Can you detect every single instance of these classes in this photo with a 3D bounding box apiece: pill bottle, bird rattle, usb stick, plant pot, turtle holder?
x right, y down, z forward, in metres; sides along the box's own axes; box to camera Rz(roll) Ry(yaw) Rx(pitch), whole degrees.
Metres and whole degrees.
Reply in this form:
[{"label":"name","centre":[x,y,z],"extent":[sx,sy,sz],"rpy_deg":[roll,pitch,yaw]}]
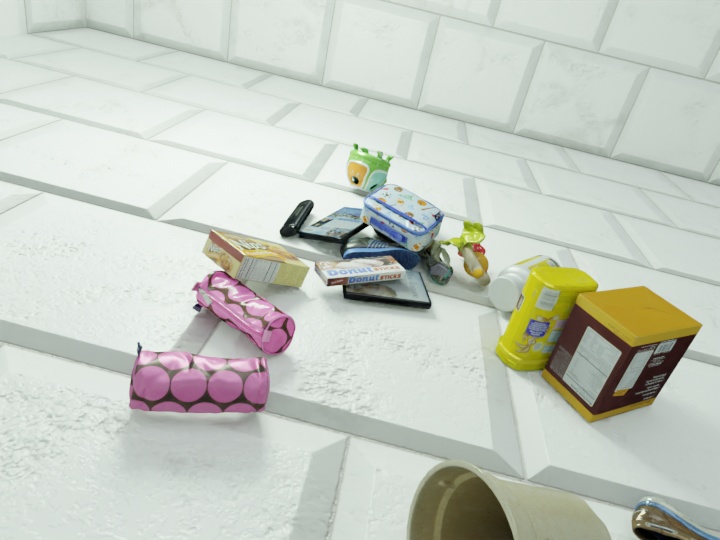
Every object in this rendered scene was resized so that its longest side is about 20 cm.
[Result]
[{"label":"pill bottle","centre":[0.397,0.034,1.259],"extent":[0.199,0.112,0.111],"rpy_deg":[-16,40,-42]},{"label":"bird rattle","centre":[0.278,-0.031,1.327],"extent":[0.112,0.200,0.164],"rpy_deg":[-24,66,9]},{"label":"usb stick","centre":[-0.167,-0.141,1.394],"extent":[0.055,0.033,0.200],"rpy_deg":[-17,24,17]},{"label":"plant pot","centre":[0.183,0.329,0.603],"extent":[0.182,0.202,0.201],"rpy_deg":[12,27,-26]},{"label":"turtle holder","centre":[0.023,-0.328,1.701],"extent":[0.140,0.133,0.186],"rpy_deg":[18,9,1]}]

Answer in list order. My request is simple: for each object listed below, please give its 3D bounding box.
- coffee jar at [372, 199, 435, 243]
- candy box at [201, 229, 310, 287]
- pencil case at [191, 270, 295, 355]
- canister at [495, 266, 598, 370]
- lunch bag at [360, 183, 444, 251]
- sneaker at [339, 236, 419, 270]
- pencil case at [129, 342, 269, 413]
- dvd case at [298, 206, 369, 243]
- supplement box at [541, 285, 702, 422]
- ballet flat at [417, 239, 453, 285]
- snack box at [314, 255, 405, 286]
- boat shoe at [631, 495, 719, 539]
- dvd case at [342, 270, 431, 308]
[{"label":"coffee jar","centre":[0.126,-0.142,1.473],"extent":[0.104,0.086,0.199],"rpy_deg":[33,35,30]},{"label":"candy box","centre":[-0.212,-0.022,1.082],"extent":[0.115,0.056,0.199],"rpy_deg":[32,12,32]},{"label":"pencil case","centre":[-0.215,0.076,0.953],"extent":[0.199,0.091,0.094],"rpy_deg":[27,-3,26]},{"label":"canister","centre":[0.373,0.096,1.048],"extent":[0.147,0.201,0.087],"rpy_deg":[1,32,-21]},{"label":"lunch bag","centre":[0.107,-0.134,1.315],"extent":[0.199,0.076,0.160],"rpy_deg":[32,41,21]},{"label":"sneaker","centre":[0.047,-0.048,1.293],"extent":[0.198,0.071,0.078],"rpy_deg":[4,37,-16]},{"label":"pencil case","centre":[-0.237,0.163,0.782],"extent":[0.198,0.092,0.094],"rpy_deg":[8,18,-14]},{"label":"dvd case","centre":[-0.047,-0.122,1.363],"extent":[0.142,0.018,0.200],"rpy_deg":[11,31,35]},{"label":"supplement box","centre":[0.492,0.155,0.996],"extent":[0.196,0.201,0.133],"rpy_deg":[-4,33,-28]},{"label":"ballet flat","centre":[0.190,-0.039,1.338],"extent":[0.071,0.073,0.201],"rpy_deg":[3,31,-18]},{"label":"snack box","centre":[0.000,0.000,1.167],"extent":[0.198,0.024,0.072],"rpy_deg":[-5,34,-28]},{"label":"boat shoe","centre":[0.469,0.400,0.709],"extent":[0.072,0.073,0.199],"rpy_deg":[-23,35,-40]},{"label":"dvd case","centre":[0.055,0.032,1.195],"extent":[0.198,0.018,0.143],"rpy_deg":[8,29,-11]}]
